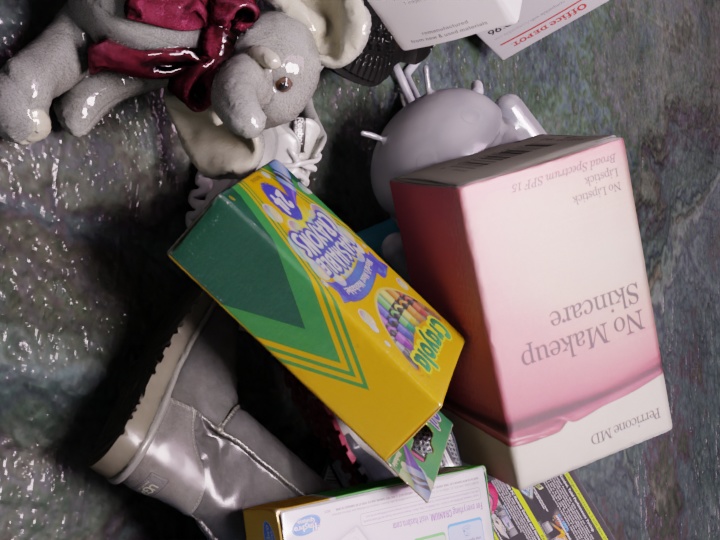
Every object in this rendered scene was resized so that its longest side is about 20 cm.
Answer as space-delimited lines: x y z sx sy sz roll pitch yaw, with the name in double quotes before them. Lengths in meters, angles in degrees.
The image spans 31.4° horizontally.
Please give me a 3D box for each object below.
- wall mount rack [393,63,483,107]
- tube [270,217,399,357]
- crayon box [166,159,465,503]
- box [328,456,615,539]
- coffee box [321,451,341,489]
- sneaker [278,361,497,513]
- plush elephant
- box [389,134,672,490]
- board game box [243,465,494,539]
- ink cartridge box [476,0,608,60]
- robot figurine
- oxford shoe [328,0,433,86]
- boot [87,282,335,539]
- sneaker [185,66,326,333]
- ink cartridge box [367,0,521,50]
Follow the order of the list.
"wall mount rack" 0.084 -0.122 1.079 0.174 0.074 0.201 -102 168 -60
"tube" 0.000 0.000 0.955 0.199 0.050 0.078 -26 129 -53
"crayon box" -0.008 0.028 0.753 0.200 0.052 0.126 44 17 -2
"box" 0.092 0.184 0.904 0.159 0.044 0.201 -21 73 -35
"coffee box" 0.036 0.125 0.995 0.123 0.044 0.202 50 47 -39
"sneaker" 0.010 0.096 0.836 0.074 0.081 0.201 -31 86 -19
"plush elephant" -0.091 -0.128 0.732 0.154 0.165 0.200 35 26 -2
"box" 0.113 0.021 0.847 0.126 0.109 0.203 -18 103 -20
"board game box" 0.018 0.224 0.730 0.152 0.040 0.203 -4 84 -36
"ink cartridge box" 0.138 -0.262 1.119 0.199 0.115 0.069 30 41 -50
"robot figurine" 0.084 -0.052 0.947 0.200 0.112 0.170 49 64 -20
"oxford shoe" -0.008 -0.180 0.938 0.200 0.083 0.074 -29 134 -68
"boot" -0.053 0.114 0.778 0.199 0.072 0.183 36 50 -16
"sneaker" -0.064 -0.060 0.842 0.075 0.080 0.203 11 79 -56
"ink cartridge box" 0.023 -0.249 0.724 0.200 0.084 0.147 50 43 -41
